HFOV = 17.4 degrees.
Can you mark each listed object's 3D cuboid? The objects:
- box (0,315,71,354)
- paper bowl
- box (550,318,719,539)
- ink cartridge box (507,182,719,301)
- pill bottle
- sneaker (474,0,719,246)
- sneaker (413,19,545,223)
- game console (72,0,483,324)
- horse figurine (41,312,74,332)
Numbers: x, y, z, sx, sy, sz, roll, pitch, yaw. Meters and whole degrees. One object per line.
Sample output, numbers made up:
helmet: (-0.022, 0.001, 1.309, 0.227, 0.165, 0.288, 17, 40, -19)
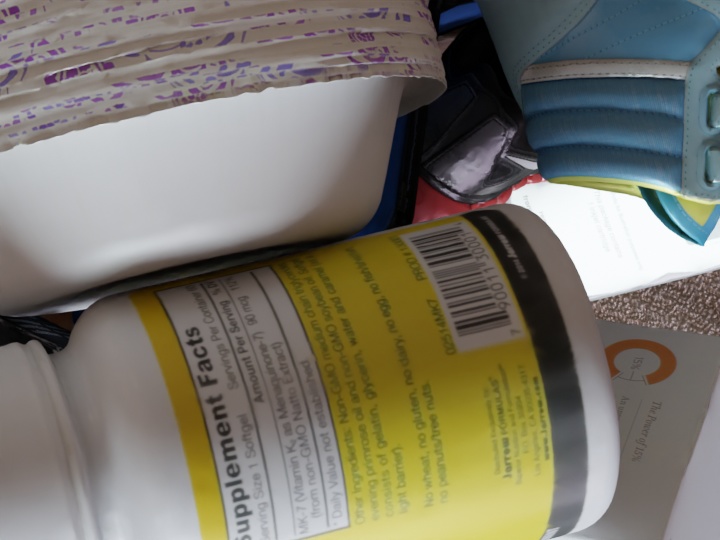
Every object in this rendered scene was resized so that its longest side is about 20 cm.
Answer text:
box: (-0.203, 0.035, 0.883, 0.182, 0.104, 0.200, 28, 177, 2)
paper bowl: (-0.070, -0.048, 0.775, 0.201, 0.104, 0.201, -13, 176, -1)
box: (0.031, 0.084, 0.889, 0.200, 0.098, 0.124, 8, -142, 18)
ink cartridge box: (0.181, -0.070, 1.181, 0.200, 0.083, 0.147, -14, -153, 19)
pill bottle: (-0.028, 0.053, 0.756, 0.200, 0.114, 0.114, -13, 177, -14)
sneaker: (0.143, -0.081, 0.819, 0.200, 0.131, 0.080, -14, 176, 5)
sneaker: (0.077, -0.081, 1.063, 0.098, 0.071, 0.200, -45, 174, 34)
game console: (-0.006, -0.051, 0.955, 0.118, 0.171, 0.200, 23, 154, -36)
horse figurine: (-0.151, 0.052, 1.030, 0.200, 0.133, 0.050, 17, -163, 29)
